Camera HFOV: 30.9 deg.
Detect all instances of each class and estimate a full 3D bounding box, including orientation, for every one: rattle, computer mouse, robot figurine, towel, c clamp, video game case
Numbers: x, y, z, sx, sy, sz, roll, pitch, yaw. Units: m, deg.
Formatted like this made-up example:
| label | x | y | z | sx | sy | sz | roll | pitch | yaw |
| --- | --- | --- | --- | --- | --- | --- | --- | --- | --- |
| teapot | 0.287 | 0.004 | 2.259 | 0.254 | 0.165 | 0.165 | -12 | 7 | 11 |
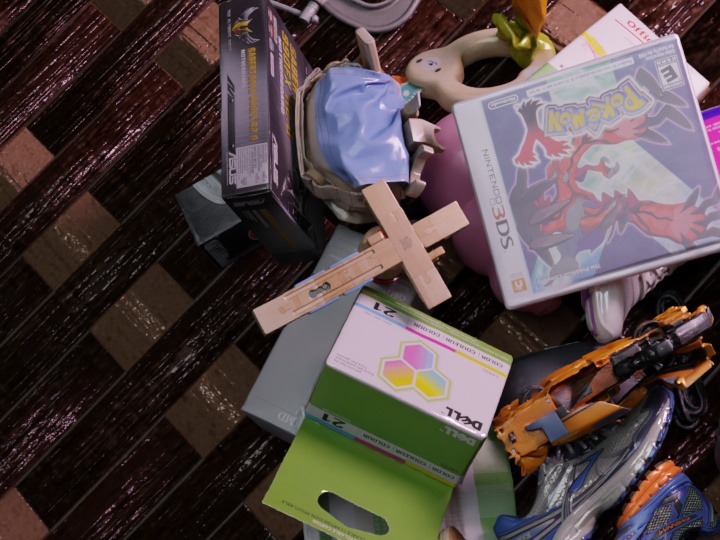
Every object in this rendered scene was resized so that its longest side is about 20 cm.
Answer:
| label | x | y | z | sx | sy | sz | roll | pitch | yaw |
| --- | --- | --- | --- | --- | --- | --- | --- | --- | --- |
| rattle | 0.087 | -0.218 | 1.262 | 0.198 | 0.143 | 0.131 | -2 | 60 | 13 |
| computer mouse | 0.205 | 0.071 | 1.158 | 0.198 | 0.046 | 0.142 | -3 | 67 | 7 |
| robot figurine | 0.201 | 0.092 | 1.053 | 0.199 | 0.145 | 0.059 | -30 | 87 | 3 |
| towel | 0.041 | 0.191 | 1.126 | 0.198 | 0.031 | 0.150 | 4 | 66 | -22 |
| c clamp | 0.006 | -0.337 | 1.404 | 0.170 | 0.027 | 0.201 | 33 | 81 | 25 |
| video game case | 0.193 | -0.081 | 1.091 | 0.198 | 0.023 | 0.184 | -16 | 86 | 12 |

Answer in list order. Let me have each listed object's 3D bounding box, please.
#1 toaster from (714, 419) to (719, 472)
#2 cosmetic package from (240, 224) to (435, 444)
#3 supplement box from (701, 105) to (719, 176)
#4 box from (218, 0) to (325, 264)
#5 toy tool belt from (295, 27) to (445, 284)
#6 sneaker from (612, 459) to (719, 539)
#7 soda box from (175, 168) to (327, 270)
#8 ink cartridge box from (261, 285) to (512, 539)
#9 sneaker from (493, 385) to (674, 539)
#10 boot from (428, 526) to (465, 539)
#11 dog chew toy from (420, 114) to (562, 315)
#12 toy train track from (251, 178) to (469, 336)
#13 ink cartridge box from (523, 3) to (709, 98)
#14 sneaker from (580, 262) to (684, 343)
| label | x | y | z | sx | sy | sz | roll | pitch | yaw |
| --- | --- | --- | --- | --- | --- | --- | --- | --- | --- |
| toaster | 0.363 | 0.122 | 1.056 | 0.200 | 0.129 | 0.114 | -44 | 63 | -4 |
| cosmetic package | -0.015 | 0.074 | 1.212 | 0.106 | 0.090 | 0.201 | 21 | 73 | 19 |
| supplement box | 0.367 | -0.045 | 1.138 | 0.103 | 0.101 | 0.202 | -18 | 66 | 8 |
| box | -0.080 | -0.126 | 1.200 | 0.048 | 0.158 | 0.202 | -9 | 66 | 14 |
| toy tool belt | 0.011 | -0.102 | 1.151 | 0.124 | 0.123 | 0.201 | -6 | 64 | -21 |
| sneaker | 0.227 | 0.255 | 1.075 | 0.078 | 0.075 | 0.201 | 32 | 82 | 22 |
| soda box | -0.080 | -0.087 | 1.308 | 0.199 | 0.063 | 0.071 | -30 | 64 | 3 |
| ink cartridge box | 0.027 | 0.128 | 1.061 | 0.147 | 0.076 | 0.201 | 25 | 42 | 2 |
| sneaker | 0.186 | 0.169 | 1.100 | 0.085 | 0.077 | 0.200 | 39 | 91 | 15 |
| boot | 0.039 | 0.318 | 1.073 | 0.154 | 0.073 | 0.202 | -12 | 101 | 15 |
| dog chew toy | 0.131 | -0.052 | 1.204 | 0.124 | 0.125 | 0.201 | -26 | 71 | 5 |
| toy train track | 0.000 | 0.000 | 1.092 | 0.199 | 0.033 | 0.115 | -28 | 83 | -15 |
| ink cartridge box | 0.233 | -0.162 | 1.186 | 0.117 | 0.067 | 0.200 | 43 | 57 | 9 |
| sneaker | 0.251 | -0.020 | 1.155 | 0.099 | 0.075 | 0.201 | 10 | 53 | 17 |
